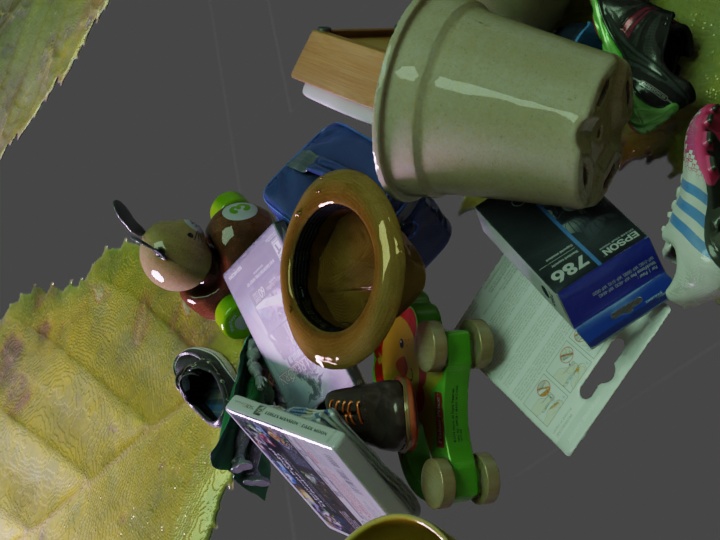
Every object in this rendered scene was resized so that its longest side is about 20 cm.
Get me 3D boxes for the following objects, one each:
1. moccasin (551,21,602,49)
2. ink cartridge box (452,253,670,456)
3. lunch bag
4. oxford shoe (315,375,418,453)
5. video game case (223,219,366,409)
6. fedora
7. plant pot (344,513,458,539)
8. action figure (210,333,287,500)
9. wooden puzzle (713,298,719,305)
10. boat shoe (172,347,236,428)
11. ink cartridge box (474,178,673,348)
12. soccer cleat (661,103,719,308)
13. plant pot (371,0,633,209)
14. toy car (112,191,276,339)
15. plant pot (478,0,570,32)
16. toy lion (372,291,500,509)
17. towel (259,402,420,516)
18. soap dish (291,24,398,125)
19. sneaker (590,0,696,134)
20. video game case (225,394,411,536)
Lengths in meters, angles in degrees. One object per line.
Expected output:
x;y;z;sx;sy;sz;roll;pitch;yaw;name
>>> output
0.180;-0.158;1.250;0.201;0.080;0.068;-54;33;-7;moccasin
0.188;0.053;1.147;0.163;0.050;0.200;-57;44;11;ink cartridge box
-0.006;-0.063;1.335;0.136;0.132;0.199;-48;39;-7;lunch bag
0.006;0.142;1.187;0.200;0.071;0.072;148;118;-73;oxford shoe
-0.075;0.063;1.356;0.143;0.019;0.202;-39;74;52;video game case
0.000;0.000;1.183;0.199;0.081;0.204;-8;81;53;fedora
0.066;0.325;1.065;0.199;0.141;0.203;-26;52;39;plant pot
-0.117;0.146;1.424;0.054;0.118;0.202;-10;52;21;action figure
0.382;-0.016;0.956;0.186;0.037;0.200;-59;39;9;wooden puzzle
-0.193;0.144;1.522;0.070;0.066;0.200;-59;39;8;boat shoe
0.190;-0.023;1.107;0.099;0.039;0.200;-32;41;-5;ink cartridge box
0.285;-0.057;1.045;0.086;0.069;0.202;-43;24;45;soccer cleat
0.136;-0.139;1.102;0.181;0.200;0.203;17;83;27;plant pot
-0.210;-0.033;1.528;0.159;0.199;0.164;-57;39;11;toy car
0.138;-0.296;1.269;0.199;0.199;0.137;-17;66;44;plant pot
0.061;0.122;1.214;0.191;0.068;0.203;172;95;-67;toy lion
-0.032;0.186;1.231;0.024;0.147;0.199;-49;18;-22;towel
0.038;-0.217;1.367;0.199;0.155;0.082;30;122;52;soap dish
0.272;-0.218;1.177;0.083;0.077;0.202;-20;56;19;sneaker
-0.023;0.206;1.195;0.181;0.201;0.023;10;54;51;video game case
